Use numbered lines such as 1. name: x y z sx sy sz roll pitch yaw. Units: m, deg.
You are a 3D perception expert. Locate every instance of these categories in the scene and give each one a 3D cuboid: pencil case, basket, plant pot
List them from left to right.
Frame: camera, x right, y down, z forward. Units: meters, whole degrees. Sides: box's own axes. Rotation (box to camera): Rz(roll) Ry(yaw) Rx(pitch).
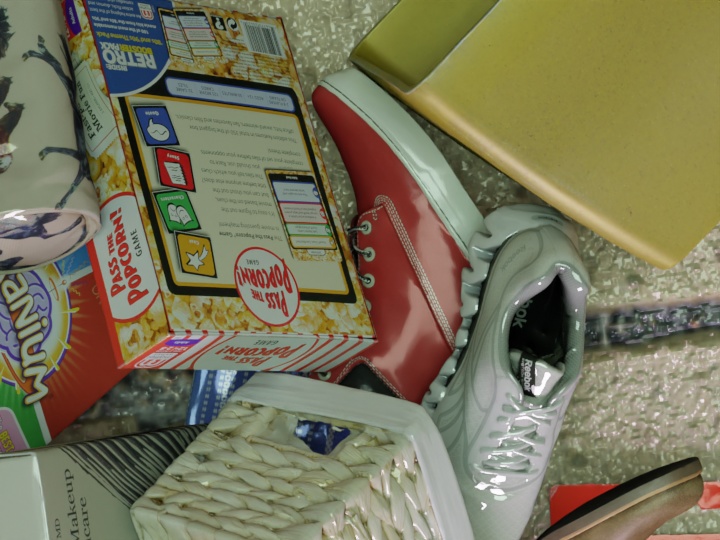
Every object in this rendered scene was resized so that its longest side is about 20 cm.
1. pencil case: -0.189 -0.097 1.230 0.089 0.078 0.201 -14 75 4
2. basket: -0.021 0.174 1.281 0.123 0.135 0.201 -38 124 -37
3. plant pot: 0.136 -0.116 1.303 0.200 0.200 0.176 -45 105 1

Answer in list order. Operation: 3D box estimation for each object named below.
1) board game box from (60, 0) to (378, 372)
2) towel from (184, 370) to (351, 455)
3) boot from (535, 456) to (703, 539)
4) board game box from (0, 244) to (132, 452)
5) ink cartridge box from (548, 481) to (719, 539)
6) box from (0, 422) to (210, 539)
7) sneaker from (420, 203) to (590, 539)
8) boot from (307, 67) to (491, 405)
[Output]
1. board game box: -0.082 -0.047 1.286 0.046 0.151 0.201 -32 65 38
2. towel: 0.002 0.078 1.383 0.199 0.024 0.146 11 91 -1
3. boot: 0.120 0.174 1.342 0.200 0.074 0.076 -38 78 23
4. board game box: -0.199 0.024 1.295 0.200 0.040 0.153 -42 125 -25
5. ink cartridge box: 0.189 0.223 1.380 0.161 0.050 0.201 -1 95 -1
6. box: -0.143 0.129 1.284 0.068 0.200 0.083 -9 89 23
7. sneaker: 0.078 0.069 1.291 0.075 0.081 0.201 4 108 -18
8. boot: 0.000 0.000 1.345 0.144 0.072 0.200 -34 89 -3
